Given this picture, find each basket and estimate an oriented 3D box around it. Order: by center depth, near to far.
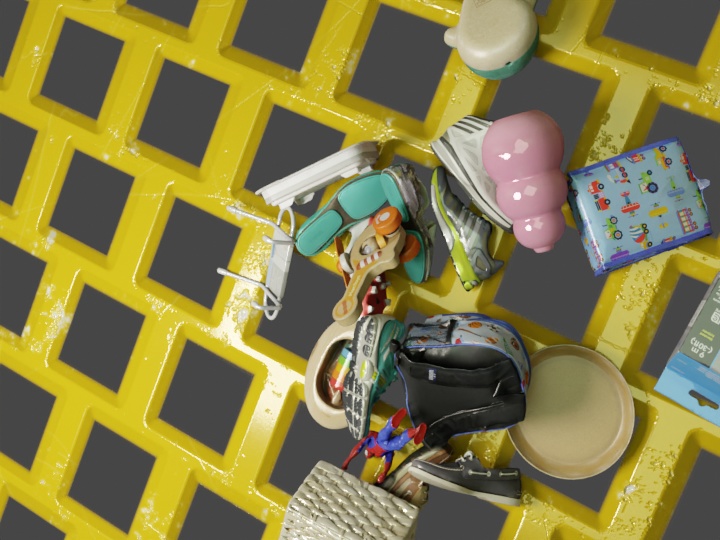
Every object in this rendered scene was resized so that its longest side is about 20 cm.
[{"bbox_3d":[-0.017,0.403,1.205,0.196,0.136,0.126,22,123,16],"label":"basket"}]

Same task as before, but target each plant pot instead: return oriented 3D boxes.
[{"bbox_3d":[0.320,0.217,1.218,0.195,0.027,0.206,0,89,17],"label":"plant pot"}]

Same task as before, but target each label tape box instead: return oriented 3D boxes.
[{"bbox_3d":[0.536,0.122,1.132,0.142,0.063,0.203,29,97,17],"label":"label tape box"}]

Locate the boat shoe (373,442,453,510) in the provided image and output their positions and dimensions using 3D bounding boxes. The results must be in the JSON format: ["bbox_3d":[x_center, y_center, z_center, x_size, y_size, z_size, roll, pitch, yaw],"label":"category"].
[{"bbox_3d":[0.078,0.351,1.274,0.199,0.075,0.074,-43,82,21],"label":"boat shoe"}]

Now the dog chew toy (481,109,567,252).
[{"bbox_3d":[0.251,-0.128,1.164,0.122,0.124,0.205,-13,95,17],"label":"dog chew toy"}]

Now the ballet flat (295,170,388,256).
[{"bbox_3d":[-0.029,-0.102,1.309,0.199,0.071,0.068,-38,104,8],"label":"ballet flat"}]

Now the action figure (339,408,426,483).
[{"bbox_3d":[0.029,0.285,1.226,0.065,0.200,0.100,36,64,1],"label":"action figure"}]

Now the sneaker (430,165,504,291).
[{"bbox_3d":[0.167,-0.074,1.261,0.079,0.074,0.204,-21,88,6],"label":"sneaker"}]

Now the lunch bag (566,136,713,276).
[{"bbox_3d":[0.422,-0.100,1.170,0.196,0.094,0.154,-19,80,7],"label":"lunch bag"}]

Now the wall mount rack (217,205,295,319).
[{"bbox_3d":[-0.177,-0.024,1.352,0.173,0.073,0.205,37,119,53],"label":"wall mount rack"}]

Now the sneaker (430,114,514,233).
[{"bbox_3d":[0.208,-0.163,1.239,0.115,0.075,0.202,-41,75,14],"label":"sneaker"}]

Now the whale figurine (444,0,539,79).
[{"bbox_3d":[0.209,-0.391,1.248,0.156,0.104,0.204,-25,57,15],"label":"whale figurine"}]

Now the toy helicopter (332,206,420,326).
[{"bbox_3d":[0.000,0.000,1.200,0.130,0.079,0.203,-7,45,38],"label":"toy helicopter"}]

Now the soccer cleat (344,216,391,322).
[{"bbox_3d":[0.003,0.006,1.287,0.083,0.068,0.205,-10,63,28],"label":"soccer cleat"}]

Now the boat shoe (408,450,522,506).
[{"bbox_3d":[0.164,0.311,1.213,0.196,0.072,0.064,20,74,-18],"label":"boat shoe"}]

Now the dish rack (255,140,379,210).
[{"bbox_3d":[-0.060,-0.152,1.281,0.196,0.171,0.044,-24,92,15],"label":"dish rack"}]

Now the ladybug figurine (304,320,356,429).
[{"bbox_3d":[-0.016,0.163,1.304,0.134,0.072,0.203,29,97,16],"label":"ladybug figurine"}]

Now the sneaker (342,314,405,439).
[{"bbox_3d":[0.024,0.169,1.220,0.077,0.078,0.205,37,117,60],"label":"sneaker"}]

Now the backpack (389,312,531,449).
[{"bbox_3d":[0.162,0.157,1.188,0.186,0.155,0.204,-2,123,28],"label":"backpack"}]

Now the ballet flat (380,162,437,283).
[{"bbox_3d":[0.090,-0.080,1.267,0.070,0.072,0.204,-10,114,17],"label":"ballet flat"}]
